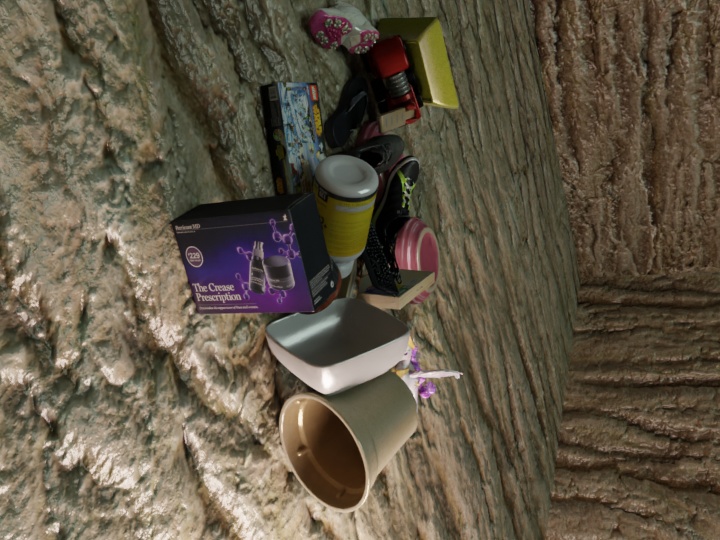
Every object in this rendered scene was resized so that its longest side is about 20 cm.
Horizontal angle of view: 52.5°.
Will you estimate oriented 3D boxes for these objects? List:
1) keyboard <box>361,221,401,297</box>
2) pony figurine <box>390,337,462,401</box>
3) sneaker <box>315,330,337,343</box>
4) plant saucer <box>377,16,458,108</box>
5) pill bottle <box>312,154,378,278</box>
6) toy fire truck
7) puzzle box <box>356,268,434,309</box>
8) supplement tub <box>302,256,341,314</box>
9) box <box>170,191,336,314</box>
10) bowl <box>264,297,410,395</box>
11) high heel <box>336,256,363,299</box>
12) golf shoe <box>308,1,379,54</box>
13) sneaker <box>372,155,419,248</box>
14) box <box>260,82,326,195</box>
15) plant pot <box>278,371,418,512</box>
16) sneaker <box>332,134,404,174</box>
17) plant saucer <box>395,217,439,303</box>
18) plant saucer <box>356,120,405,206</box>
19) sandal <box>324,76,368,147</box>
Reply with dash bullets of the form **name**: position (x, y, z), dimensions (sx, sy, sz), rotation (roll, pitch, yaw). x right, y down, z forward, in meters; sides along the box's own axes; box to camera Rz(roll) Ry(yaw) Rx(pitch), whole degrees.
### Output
- **keyboard**: position (0.035, -0.046, 1.398), dimensions (0.103, 0.039, 0.204), rotation (24, 39, -48)
- **pony figurine**: position (0.108, 0.236, 1.579), dimensions (0.191, 0.164, 0.205), rotation (21, 84, -53)
- **sneaker**: position (-0.058, 0.211, 1.301), dimensions (0.117, 0.073, 0.203), rotation (-62, 141, -42)
- **plant saucer**: position (0.114, -0.449, 1.614), dimensions (0.048, 0.198, 0.204), rotation (-35, 123, -25)
- **pill bottle**: position (-0.037, -0.087, 1.266), dimensions (0.113, 0.110, 0.204), rotation (-57, 164, -49)
- **toy fire truck**: position (0.065, -0.370, 1.497), dimensions (0.201, 0.126, 0.179), rotation (-111, 179, -64)
- **puzzle box**: position (0.058, 0.033, 1.485), dimensions (0.199, 0.130, 0.026), rotation (-29, 120, -60)
- **supplement tub**: position (-0.113, -0.023, 1.167), dimensions (0.201, 0.104, 0.109), rotation (54, 41, -47)
- **box**: position (-0.145, -0.021, 0.998), dimensions (0.079, 0.195, 0.145), rotation (-39, 121, -57)
- **bowl**: position (-0.036, 0.125, 1.180), dimensions (0.196, 0.198, 0.077), rotation (-19, 117, -31)
- **high heel**: position (0.000, 0.000, 1.431), dimensions (0.142, 0.070, 0.205), rotation (31, 52, -52)
- **golf shoe**: position (-0.044, -0.479, 1.411), dimensions (0.198, 0.075, 0.093), rotation (-7, 65, -58)
- **sneaker**: position (0.085, -0.135, 1.518), dimensions (0.071, 0.082, 0.204), rotation (16, 103, -48)
- **box**: position (-0.108, -0.221, 1.269), dimensions (0.136, 0.039, 0.206), rotation (-25, 110, -61)
- **plant pot**: position (-0.006, 0.259, 1.214), dimensions (0.182, 0.197, 0.206), rotation (-26, 112, -44)
- **sneaker**: position (0.031, -0.224, 1.445), dimensions (0.198, 0.090, 0.078), rotation (-33, 106, -41)
- **plant saucer**: position (0.142, -0.024, 1.736), dimensions (0.199, 0.050, 0.207), rotation (11, 78, -62)
- **plant saucer**: position (0.052, -0.223, 1.588), dimensions (0.199, 0.050, 0.207), rotation (11, 77, -62)
- **sandal**: position (-0.015, -0.315, 1.465), dimensions (0.077, 0.042, 0.203), rotation (63, 35, -39)
